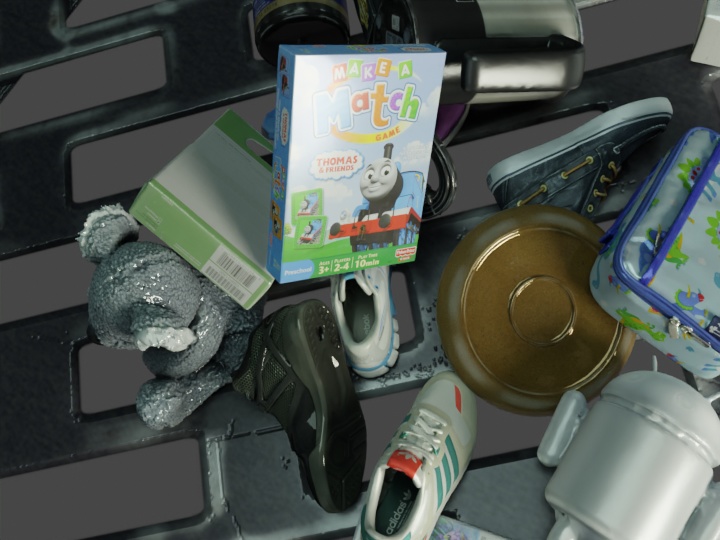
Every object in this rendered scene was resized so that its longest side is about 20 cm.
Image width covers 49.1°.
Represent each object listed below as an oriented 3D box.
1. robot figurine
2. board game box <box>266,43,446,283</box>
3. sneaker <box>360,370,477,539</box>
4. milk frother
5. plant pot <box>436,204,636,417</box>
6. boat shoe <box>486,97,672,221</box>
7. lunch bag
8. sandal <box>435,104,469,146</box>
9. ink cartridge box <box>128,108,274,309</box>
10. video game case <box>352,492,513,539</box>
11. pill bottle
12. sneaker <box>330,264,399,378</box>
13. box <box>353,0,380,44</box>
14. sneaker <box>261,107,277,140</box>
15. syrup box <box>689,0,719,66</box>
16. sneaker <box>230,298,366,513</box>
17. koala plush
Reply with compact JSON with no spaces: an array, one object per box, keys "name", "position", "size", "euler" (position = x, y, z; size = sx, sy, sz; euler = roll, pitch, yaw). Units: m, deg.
[{"name":"robot figurine","position":[0.235,0.172,0.679],"size":[0.168,0.113,0.202],"euler":[30,80,27]},{"name":"board game box","position":[-0.006,-0.096,0.704],"size":[0.149,0.204,0.037],"euler":[-10,30,-29]},{"name":"sneaker","position":[0.056,0.171,0.713],"size":[0.069,0.094,0.202],"euler":[20,63,18]},{"name":"milk frother","position":[0.119,-0.173,0.806],"size":[0.184,0.203,0.182],"euler":[-7,45,-18]},{"name":"plant pot","position":[0.170,0.038,0.747],"size":[0.195,0.027,0.205],"euler":[0,89,1]},{"name":"boat shoe","position":[0.233,-0.095,0.798],"size":[0.197,0.071,0.092],"euler":[-24,76,7]},{"name":"lunch bag","position":[0.310,-0.020,0.715],"size":[0.160,0.083,0.201],"euler":[37,67,7]},{"name":"sandal","position":[0.037,-0.150,0.860],"size":[0.201,0.050,0.083],"euler":[-36,71,-4]},{"name":"ink cartridge box","position":[-0.125,-0.070,0.798],"size":[0.145,0.201,0.048],"euler":[40,120,-10]},{"name":"video game case","position":[0.061,0.328,0.713],"size":[0.178,0.024,0.204],"euler":[14,76,16]},{"name":"pill bottle","position":[-0.075,-0.345,0.916],"size":[0.109,0.112,0.204],"euler":[-10,71,8]},{"name":"sneaker","position":[0.000,0.000,0.801],"size":[0.073,0.087,0.204],"euler":[-12,69,9]},{"name":"box","position":[0.081,-0.337,0.879],"size":[0.196,0.046,0.162],"euler":[-8,68,-16]},{"name":"sneaker","position":[-0.042,-0.179,0.833],"size":[0.198,0.065,0.080],"euler":[6,110,51]},{"name":"syrup box","position":[0.411,-0.319,0.824],"size":[0.080,0.079,0.204],"euler":[15,75,16]},{"name":"sneaker","position":[-0.061,0.136,0.779],"size":[0.113,0.076,0.204],"euler":[-14,92,40]},{"name":"koala plush","position":[-0.195,0.030,0.769],"size":[0.182,0.200,0.179],"euler":[-32,68,-1]}]
